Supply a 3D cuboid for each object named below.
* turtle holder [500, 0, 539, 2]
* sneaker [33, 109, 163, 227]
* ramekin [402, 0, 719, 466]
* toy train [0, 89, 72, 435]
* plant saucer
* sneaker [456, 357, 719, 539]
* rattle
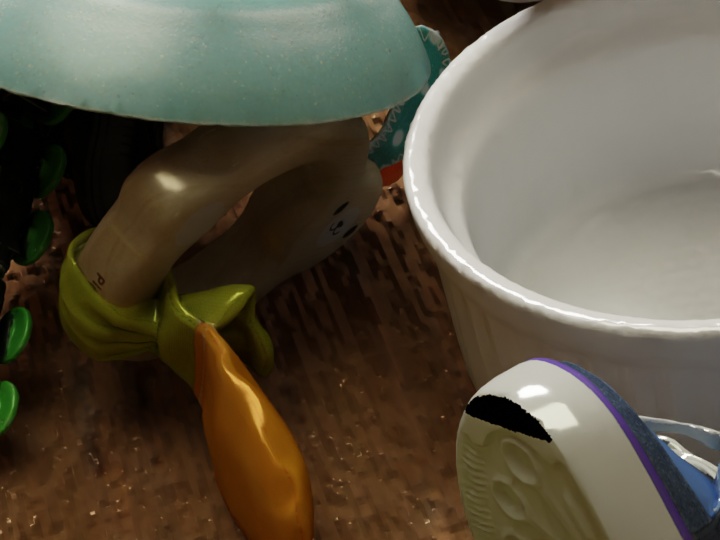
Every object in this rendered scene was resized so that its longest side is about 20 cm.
[{"bbox_3d":[0.064,-0.197,1.059,0.141,0.186,0.132,1,49,-22],"label":"turtle holder"},{"bbox_3d":[-0.135,-0.073,1.054,0.104,0.060,0.200,-7,35,3],"label":"sneaker"},{"bbox_3d":[0.120,-0.011,0.892,0.200,0.098,0.201,-7,41,6],"label":"ramekin"},{"bbox_3d":[-0.142,-0.022,0.956,0.056,0.042,0.200,-20,52,41],"label":"toy train"},{"bbox_3d":[-0.071,-0.101,0.918,0.200,0.036,0.200,7,22,-3],"label":"plant saucer"},{"bbox_3d":[0.121,0.069,0.722,0.146,0.200,0.081,-41,30,-22],"label":"sneaker"},{"bbox_3d":[0.000,0.000,0.931,0.143,0.130,0.200,34,30,28],"label":"rattle"}]
